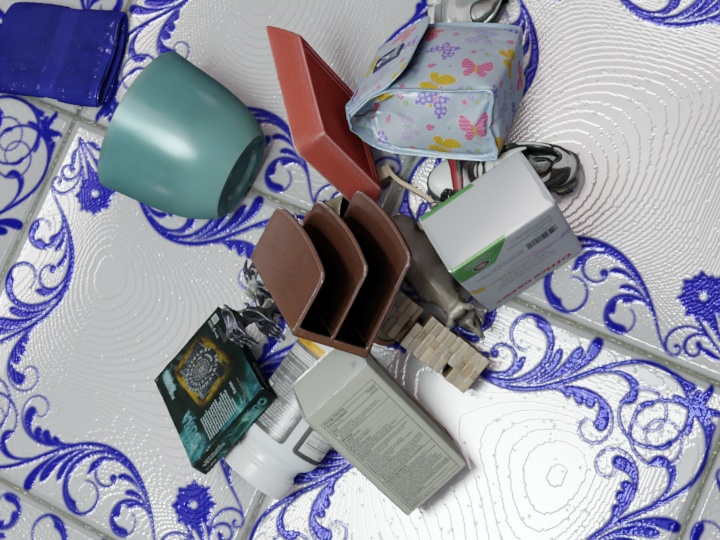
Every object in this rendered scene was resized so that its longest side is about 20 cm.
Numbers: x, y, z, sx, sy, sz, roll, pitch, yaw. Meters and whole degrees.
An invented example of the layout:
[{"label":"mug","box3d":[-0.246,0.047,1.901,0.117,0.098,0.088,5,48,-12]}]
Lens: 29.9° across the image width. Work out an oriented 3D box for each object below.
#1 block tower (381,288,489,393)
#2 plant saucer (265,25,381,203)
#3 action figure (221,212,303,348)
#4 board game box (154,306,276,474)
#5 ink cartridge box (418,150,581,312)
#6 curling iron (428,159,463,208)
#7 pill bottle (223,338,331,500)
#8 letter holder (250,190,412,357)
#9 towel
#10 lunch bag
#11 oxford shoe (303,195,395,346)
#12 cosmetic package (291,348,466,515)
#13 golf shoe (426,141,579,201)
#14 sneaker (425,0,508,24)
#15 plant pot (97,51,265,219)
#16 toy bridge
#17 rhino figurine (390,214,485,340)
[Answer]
[{"label":"block tower","box3d":[0.063,0.068,1.662,0.200,0.054,0.058,39,93,-4]},{"label":"plant saucer","box3d":[-0.038,-0.191,1.689,0.037,0.200,0.201,-25,57,18]},{"label":"action figure","box3d":[-0.104,0.019,1.738,0.118,0.102,0.201,-24,28,37]},{"label":"board game box","box3d":[-0.189,0.149,1.714,0.135,0.028,0.200,-48,36,8]},{"label":"ink cartridge box","box3d":[0.172,-0.042,1.615,0.144,0.200,0.084,-34,68,7]},{"label":"curling iron","box3d":[0.109,-0.140,1.696,0.049,0.026,0.201,-27,39,28]},{"label":"pill bottle","box3d":[-0.076,0.179,1.685,0.116,0.116,0.200,37,90,21]},{"label":"letter holder","box3d":[-0.035,-0.017,1.575,0.143,0.100,0.200,-63,28,16]},{"label":"towel","box3d":[-0.435,-0.310,1.943,0.199,0.050,0.149,10,74,19]},{"label":"lunch bag","box3d":[0.092,-0.232,1.687,0.198,0.128,0.170,5,40,20]},{"label":"oxford shoe","box3d":[0.000,0.000,1.703,0.075,0.070,0.201,-33,87,41]},{"label":"cosmetic package","box3d":[0.022,0.184,1.609,0.103,0.200,0.087,-40,28,4]},{"label":"golf shoe","box3d":[0.172,-0.131,1.691,0.198,0.094,0.078,-8,77,17]},{"label":"sneaker","box3d":[0.144,-0.387,1.774,0.115,0.075,0.202,-2,88,12]},{"label":"plant pot","box3d":[-0.222,-0.160,1.770,0.160,0.201,0.201,29,88,8]},{"label":"toy bridge","box3d":[0.081,-0.052,1.736,0.067,0.027,0.201,-32,72,8]},{"label":"rhino figurine","box3d":[0.089,0.011,1.659,0.060,0.087,0.200,-39,71,5]}]
